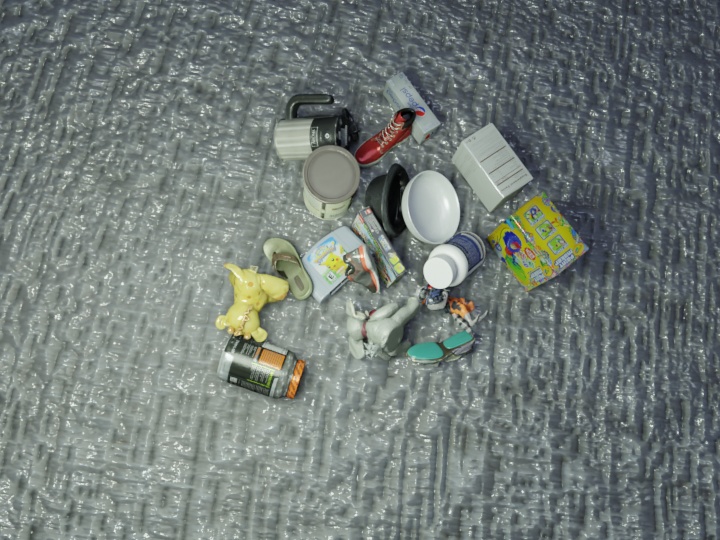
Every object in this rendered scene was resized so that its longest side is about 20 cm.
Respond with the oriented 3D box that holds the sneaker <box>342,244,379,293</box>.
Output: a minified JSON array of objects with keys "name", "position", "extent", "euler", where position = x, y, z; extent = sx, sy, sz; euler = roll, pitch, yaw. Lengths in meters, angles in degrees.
[{"name":"sneaker","position":[0.000,0.000,1.387],"extent":[0.081,0.201,0.078],"euler":[-14,56,6]}]

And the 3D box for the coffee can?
[{"name":"coffee can","position":[-0.081,-0.226,1.411],"extent":[0.144,0.200,0.149],"euler":[1,83,-6]}]

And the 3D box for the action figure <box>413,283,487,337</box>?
[{"name":"action figure","position":[0.223,0.096,1.405],"extent":[0.191,0.199,0.106],"euler":[26,115,22]}]

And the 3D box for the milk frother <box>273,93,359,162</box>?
[{"name":"milk frother","position":[-0.114,-0.384,1.501],"extent":[0.185,0.200,0.184],"euler":[3,82,19]}]

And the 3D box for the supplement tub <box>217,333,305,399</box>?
[{"name":"supplement tub","position":[-0.243,0.241,1.324],"extent":[0.197,0.123,0.124],"euler":[20,74,-1]}]

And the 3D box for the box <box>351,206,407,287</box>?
[{"name":"box","position":[0.048,-0.061,1.439],"extent":[0.034,0.110,0.202],"euler":[-27,80,-19]}]

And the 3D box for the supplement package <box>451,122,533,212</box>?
[{"name":"supplement package","position":[0.375,-0.293,1.533],"extent":[0.116,0.117,0.201],"euler":[-32,82,-13]}]

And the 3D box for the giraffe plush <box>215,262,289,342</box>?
[{"name":"giraffe plush","position":[-0.275,0.087,1.319],"extent":[0.170,0.200,0.165],"euler":[12,77,5]}]

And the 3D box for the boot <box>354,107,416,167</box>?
[{"name":"boot","position":[0.068,-0.380,1.506],"extent":[0.199,0.144,0.073],"euler":[-37,84,-12]}]

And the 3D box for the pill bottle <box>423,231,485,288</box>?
[{"name":"pill bottle","position":[0.245,-0.025,1.406],"extent":[0.111,0.111,0.199],"euler":[50,38,7]}]

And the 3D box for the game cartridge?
[{"name":"game cartridge","position":[-0.077,-0.022,1.437],"extent":[0.200,0.041,0.133],"euler":[-43,67,-10]}]

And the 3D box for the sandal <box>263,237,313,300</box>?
[{"name":"sandal","position":[-0.192,-0.012,1.402],"extent":[0.080,0.057,0.202],"euler":[-44,66,12]}]

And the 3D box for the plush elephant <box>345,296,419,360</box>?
[{"name":"plush elephant","position":[0.035,0.148,1.378],"extent":[0.154,0.167,0.198],"euler":[25,32,36]}]

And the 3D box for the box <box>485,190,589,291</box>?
[{"name":"box","position":[0.471,-0.073,1.446],"extent":[0.121,0.200,0.194],"euler":[-35,81,-14]}]

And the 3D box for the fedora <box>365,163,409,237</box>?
[{"name":"fedora","position":[0.070,-0.192,1.473],"extent":[0.090,0.200,0.204],"euler":[4,72,29]}]

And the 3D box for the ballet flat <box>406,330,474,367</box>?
[{"name":"ballet flat","position":[0.214,0.220,1.410],"extent":[0.197,0.072,0.073],"euler":[-15,78,-16]}]

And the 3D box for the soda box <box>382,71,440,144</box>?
[{"name":"soda box","position":[0.149,-0.480,1.579],"extent":[0.063,0.068,0.201],"euler":[-32,82,-14]}]

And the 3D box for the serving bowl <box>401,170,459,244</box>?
[{"name":"serving bowl","position":[0.186,-0.170,1.486],"extent":[0.197,0.065,0.204],"euler":[5,82,-34]}]
